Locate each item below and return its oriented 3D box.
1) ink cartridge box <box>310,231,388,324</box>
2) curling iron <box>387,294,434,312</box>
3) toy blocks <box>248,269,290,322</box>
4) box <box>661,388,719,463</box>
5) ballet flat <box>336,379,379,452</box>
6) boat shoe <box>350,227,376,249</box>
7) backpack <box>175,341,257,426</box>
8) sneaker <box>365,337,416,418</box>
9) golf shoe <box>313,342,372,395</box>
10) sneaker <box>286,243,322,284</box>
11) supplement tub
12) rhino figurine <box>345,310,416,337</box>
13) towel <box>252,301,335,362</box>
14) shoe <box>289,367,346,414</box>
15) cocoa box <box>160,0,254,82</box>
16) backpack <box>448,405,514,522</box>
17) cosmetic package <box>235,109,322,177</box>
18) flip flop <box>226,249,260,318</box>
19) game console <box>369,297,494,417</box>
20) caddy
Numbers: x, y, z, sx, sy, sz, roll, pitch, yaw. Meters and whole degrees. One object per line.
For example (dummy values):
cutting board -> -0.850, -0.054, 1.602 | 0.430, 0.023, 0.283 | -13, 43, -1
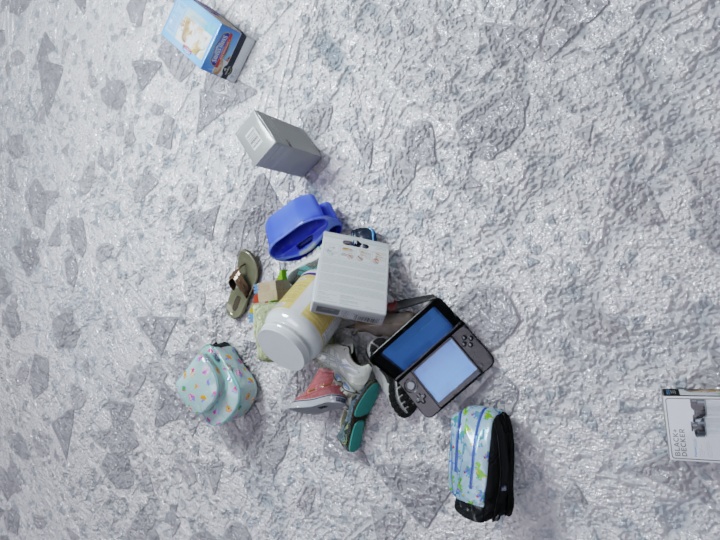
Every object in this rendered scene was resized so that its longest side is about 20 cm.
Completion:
ink cartridge box -> -0.020, 0.013, 1.129 | 0.159, 0.201, 0.047 | 11, 141, -7
curling iron -> 0.070, 0.072, 1.145 | 0.198, 0.026, 0.050 | -8, 59, -3
toy blocks -> -0.241, 0.107, 1.349 | 0.136, 0.100, 0.202 | -10, 86, 40
box -> 0.634, 0.266, 0.872 | 0.199, 0.060, 0.118 | -6, 88, 29
ballet flat -> -0.014, 0.339, 1.230 | 0.074, 0.074, 0.201 | 25, 104, 26
boat shoe -> 0.000, 0.000, 1.214 | 0.068, 0.084, 0.202 | 2, 78, 10
backpack -> -0.391, 0.318, 1.397 | 0.200, 0.153, 0.176 | 45, 106, 14
sneaker -> 0.072, 0.246, 1.191 | 0.073, 0.080, 0.201 | -23, 91, -16
golf shoe -> -0.054, 0.197, 1.196 | 0.200, 0.078, 0.097 | 39, 97, 22
sneaker -> -0.108, 0.004, 1.261 | 0.200, 0.077, 0.092 | -32, 77, 40
supplement tub -> -0.123, 0.109, 1.147 | 0.145, 0.200, 0.146 | 20, 137, 20
rhino figurine -> 0.050, 0.124, 1.179 | 0.199, 0.087, 0.060 | -6, 88, 29
towel -> -0.163, 0.144, 1.262 | 0.036, 0.198, 0.150 | 168, 95, -74
shoe -> -0.103, 0.303, 1.285 | 0.200, 0.071, 0.092 | -26, 48, 44
cocoa box -> -0.418, -0.636, 1.396 | 0.200, 0.131, 0.134 | 43, 110, 21
backpack -> 0.249, 0.379, 1.041 | 0.153, 0.163, 0.202 | 14, 92, 43
cosmetic package -> -0.195, -0.303, 1.243 | 0.090, 0.200, 0.107 | -42, 75, 25
flip flop -> -0.335, 0.041, 1.408 | 0.081, 0.057, 0.201 | 27, 104, 26
game console -> 0.154, 0.190, 1.082 | 0.200, 0.116, 0.176 | -42, 72, 7
caddy -> -0.139, -0.092, 1.242 | 0.199, 0.141, 0.106 | -32, 64, 26
